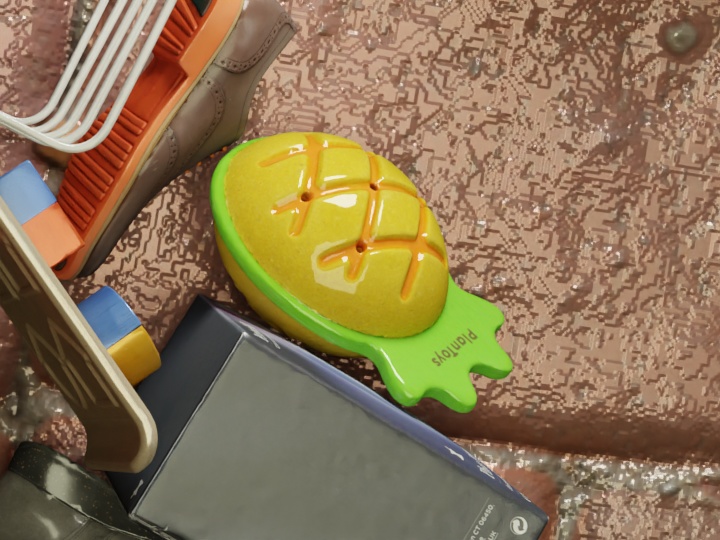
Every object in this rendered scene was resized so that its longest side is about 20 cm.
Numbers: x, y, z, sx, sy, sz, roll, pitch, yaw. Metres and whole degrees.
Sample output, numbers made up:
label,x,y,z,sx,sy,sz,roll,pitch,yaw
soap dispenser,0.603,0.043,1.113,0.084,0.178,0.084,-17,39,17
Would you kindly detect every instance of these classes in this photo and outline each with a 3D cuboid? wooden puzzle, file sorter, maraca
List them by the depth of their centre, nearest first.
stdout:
label,x,y,z,sx,sy,sz,roll,pitch,yaw
file sorter,-0.184,-0.147,1.524,0.124,0.200,0.139,27,90,-16
wooden puzzle,-0.165,0.011,1.532,0.046,0.185,0.200,-31,95,-14
maraca,0.000,0.000,1.602,0.200,0.107,0.137,43,42,7

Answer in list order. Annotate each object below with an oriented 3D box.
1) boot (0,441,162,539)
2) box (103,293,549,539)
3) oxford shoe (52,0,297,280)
label,x,y,z,sx,sy,sz,roll,pitch,yaw
boot,-0.144,0.199,1.618,0.200,0.070,0.132,31,76,0
box,-0.026,0.118,1.574,0.198,0.200,0.123,31,89,-12
oxford shoe,-0.106,-0.072,1.611,0.072,0.071,0.200,28,100,-33
